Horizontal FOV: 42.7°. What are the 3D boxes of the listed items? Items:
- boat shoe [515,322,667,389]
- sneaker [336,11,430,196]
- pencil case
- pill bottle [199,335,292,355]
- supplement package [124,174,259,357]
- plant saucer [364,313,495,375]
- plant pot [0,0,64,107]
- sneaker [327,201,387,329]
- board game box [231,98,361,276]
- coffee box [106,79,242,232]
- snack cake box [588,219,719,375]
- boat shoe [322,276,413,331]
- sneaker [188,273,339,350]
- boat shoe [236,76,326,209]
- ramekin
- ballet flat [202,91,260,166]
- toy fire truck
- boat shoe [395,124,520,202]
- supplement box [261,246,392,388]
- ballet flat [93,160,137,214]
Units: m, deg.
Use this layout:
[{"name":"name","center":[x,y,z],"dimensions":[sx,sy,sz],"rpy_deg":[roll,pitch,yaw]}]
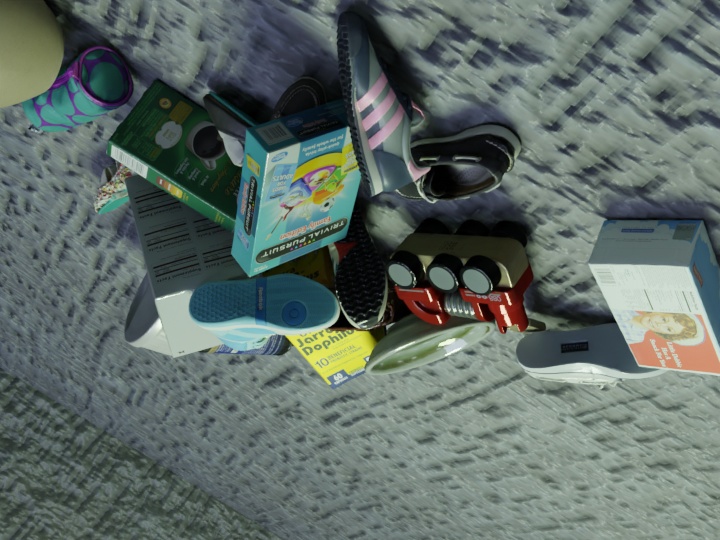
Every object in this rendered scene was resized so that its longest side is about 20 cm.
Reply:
[{"name":"boat shoe","center":[0.309,0.122,1.202],"dimensions":[0.200,0.075,0.086],"rpy_deg":[-6,150,21]},{"name":"sneaker","center":[0.025,-0.184,0.996],"dimensions":[0.070,0.081,0.202],"rpy_deg":[-117,14,-62]},{"name":"pencil case","center":[-0.397,-0.248,1.275],"dimensions":[0.092,0.086,0.199],"rpy_deg":[14,166,-41]},{"name":"pill bottle","center":[-0.169,0.081,1.492],"dimensions":[0.198,0.113,0.112],"rpy_deg":[6,163,-27]},{"name":"supplement package","center":[-0.237,-0.018,1.334],"dimensions":[0.192,0.146,0.201],"rpy_deg":[96,156,-61]},{"name":"plant saucer","center":[0.094,0.093,1.323],"dimensions":[0.200,0.198,0.051],"rpy_deg":[128,127,-62]},{"name":"plant pot","center":[-0.465,-0.293,1.190],"dimensions":[0.134,0.202,0.199],"rpy_deg":[12,168,-42]},{"name":"sneaker","center":[0.000,0.000,1.227],"dimensions":[0.070,0.201,0.094],"rpy_deg":[-20,147,5]},{"name":"board game box","center":[-0.070,-0.098,1.091],"dimensions":[0.047,0.150,0.201],"rpy_deg":[48,145,28]},{"name":"coffee box","center":[-0.222,-0.152,1.228],"dimensions":[0.199,0.124,0.044],"rpy_deg":[31,151,-5]},{"name":"snack cake box","center":[0.350,0.033,1.044],"dimensions":[0.114,0.067,0.200],"rpy_deg":[2,141,38]},{"name":"boat shoe","center":[0.012,0.055,1.286],"dimensions":[0.070,0.199,0.071],"rpy_deg":[33,122,49]},{"name":"sneaker","center":[-0.117,0.061,1.230],"dimensions":[0.198,0.080,0.131],"rpy_deg":[3,159,11]},{"name":"boat shoe","center":[-0.095,-0.135,1.110],"dimensions":[0.066,0.057,0.201],"rpy_deg":[26,120,-7]},{"name":"ramekin","center":[-0.315,0.053,1.581],"dimensions":[0.094,0.204,0.202],"rpy_deg":[30,155,-27]},{"name":"ballet flat","center":[-0.124,-0.155,1.172],"dimensions":[0.199,0.069,0.068],"rpy_deg":[28,-175,5]},{"name":"toy fire truck","center":[0.152,0.033,1.190],"dimensions":[0.175,0.129,0.201],"rpy_deg":[4,129,39]},{"name":"boat shoe","center":[0.097,-0.110,1.058],"dimensions":[0.199,0.061,0.074],"rpy_deg":[-8,134,49]},{"name":"supplement box","center":[-0.050,0.063,1.382],"dimensions":[0.108,0.110,0.200],"rpy_deg":[-27,127,14]},{"name":"ballet flat","center":[-0.375,-0.145,1.460],"dimensions":[0.199,0.075,0.064],"rpy_deg":[-18,95,49]}]
